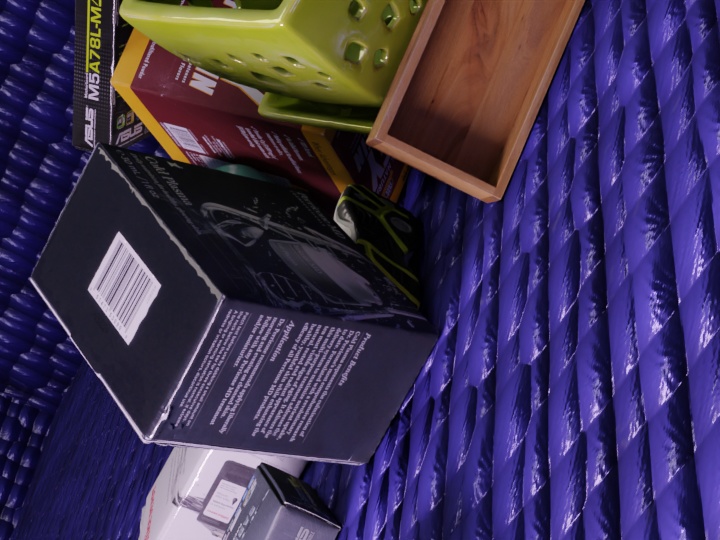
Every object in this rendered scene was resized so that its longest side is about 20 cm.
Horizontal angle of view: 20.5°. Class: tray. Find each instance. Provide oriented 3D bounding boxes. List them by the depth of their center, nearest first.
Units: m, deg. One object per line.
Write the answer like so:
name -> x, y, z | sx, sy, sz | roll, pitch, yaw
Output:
tray -> 0.089, -0.159, 1.390 | 0.200, 0.098, 0.037 | -67, 11, -9

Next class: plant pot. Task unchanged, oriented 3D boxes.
plant pot -> -0.021, -0.211, 1.457 | 0.200, 0.181, 0.199 | 12, 68, 48

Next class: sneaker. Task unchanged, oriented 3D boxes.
sneaker -> 0.000, 0.000, 1.535 | 0.077, 0.075, 0.200 | -58, 12, 26

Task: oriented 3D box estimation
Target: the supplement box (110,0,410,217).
supplement box -> -0.067, -0.151, 1.678 | 0.133, 0.200, 0.197 | -68, -22, -16

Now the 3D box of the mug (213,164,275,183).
mug -> -0.109, -0.024, 1.658 | 0.185, 0.114, 0.152 | -39, 17, 26

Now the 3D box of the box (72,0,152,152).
box -> -0.176, -0.218, 1.703 | 0.200, 0.047, 0.194 | -39, -43, -56

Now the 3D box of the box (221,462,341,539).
box -> -0.088, 0.251, 1.461 | 0.200, 0.051, 0.158 | -65, 12, 1

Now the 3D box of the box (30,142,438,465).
box -> -0.090, 0.025, 1.386 | 0.200, 0.196, 0.124 | 47, 115, 42

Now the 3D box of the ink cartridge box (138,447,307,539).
ink cartridge box -> -0.107, 0.163, 1.661 | 0.200, 0.083, 0.145 | -61, 12, 18
